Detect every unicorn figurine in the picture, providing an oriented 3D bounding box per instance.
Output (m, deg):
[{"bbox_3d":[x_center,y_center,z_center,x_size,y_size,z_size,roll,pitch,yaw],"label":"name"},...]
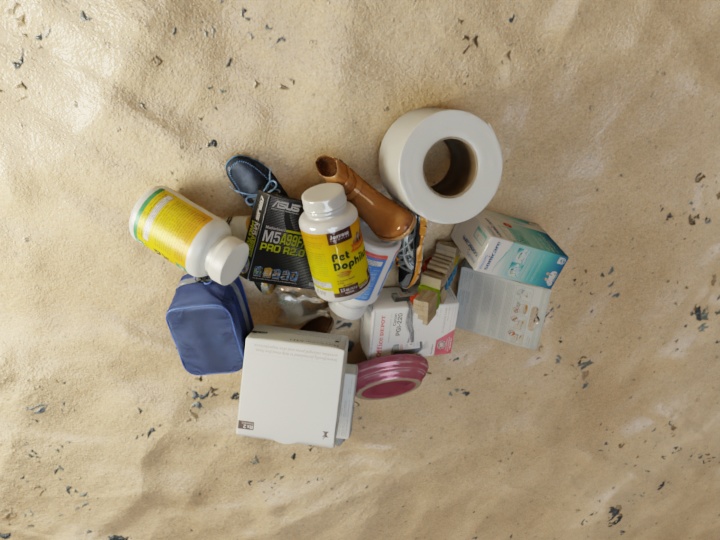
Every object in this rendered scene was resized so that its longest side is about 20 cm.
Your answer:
[{"bbox_3d":[-0.133,0.087,1.535,0.136,0.074,0.202,-12,123,1],"label":"unicorn figurine"}]

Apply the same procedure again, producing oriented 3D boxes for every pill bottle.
[{"bbox_3d":[0.000,0.000,1.484,0.111,0.113,0.201,7,128,-21],"label":"pill bottle"},{"bbox_3d":[-0.300,-0.058,1.301,0.199,0.113,0.114,30,117,14],"label":"pill bottle"},{"bbox_3d":[-0.049,-0.052,1.333,0.108,0.109,0.202,-16,120,-6],"label":"pill bottle"}]

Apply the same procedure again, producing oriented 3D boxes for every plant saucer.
[{"bbox_3d":[0.058,0.245,1.648,0.198,0.051,0.201,-9,154,-4],"label":"plant saucer"}]

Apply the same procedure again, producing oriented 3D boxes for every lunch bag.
[{"bbox_3d":[-0.295,0.091,1.450,0.134,0.133,0.202,-4,125,6],"label":"lunch bag"}]

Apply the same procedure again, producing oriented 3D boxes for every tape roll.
[{"bbox_3d":[0.145,-0.197,1.358,0.200,0.139,0.205,-3,104,-14],"label":"tape roll"}]

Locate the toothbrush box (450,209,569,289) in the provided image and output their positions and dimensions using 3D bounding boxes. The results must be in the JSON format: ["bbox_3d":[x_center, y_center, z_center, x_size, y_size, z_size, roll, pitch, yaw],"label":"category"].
[{"bbox_3d":[0.308,-0.050,1.531,0.198,0.147,0.086,12,117,-22],"label":"toothbrush box"}]

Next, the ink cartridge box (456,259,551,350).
[{"bbox_3d":[0.308,0.074,1.608,0.198,0.047,0.162,15,123,17],"label":"ink cartridge box"}]

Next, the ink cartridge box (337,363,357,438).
[{"bbox_3d":[-0.111,0.271,1.579,0.197,0.047,0.162,8,112,3],"label":"ink cartridge box"}]

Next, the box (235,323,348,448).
[{"bbox_3d":[-0.132,0.226,1.459,0.196,0.131,0.203,7,99,1],"label":"box"}]

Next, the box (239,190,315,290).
[{"bbox_3d":[-0.122,-0.051,1.376,0.199,0.044,0.162,10,101,-42],"label":"box"}]

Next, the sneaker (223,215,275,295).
[{"bbox_3d":[-0.217,-0.034,1.439,0.087,0.076,0.201,5,136,16],"label":"sneaker"}]

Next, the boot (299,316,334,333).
[{"bbox_3d":[-0.095,0.197,1.624,0.200,0.071,0.146,-42,130,13],"label":"boot"}]

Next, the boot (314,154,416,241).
[{"bbox_3d":[0.003,-0.136,1.350,0.074,0.199,0.155,-53,132,-7],"label":"boot"}]

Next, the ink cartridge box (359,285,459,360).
[{"bbox_3d":[0.105,0.114,1.614,0.197,0.085,0.147,-3,123,-12],"label":"ink cartridge box"}]

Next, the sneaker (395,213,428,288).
[{"bbox_3d":[0.092,-0.056,1.512,0.076,0.079,0.202,3,118,-4],"label":"sneaker"}]

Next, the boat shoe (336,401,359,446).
[{"bbox_3d":[-0.043,0.328,1.708,0.086,0.074,0.203,-40,143,-26],"label":"boat shoe"}]

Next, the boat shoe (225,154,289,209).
[{"bbox_3d":[-0.170,-0.138,1.375,0.084,0.069,0.200,-42,124,12],"label":"boat shoe"}]

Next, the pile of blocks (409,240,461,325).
[{"bbox_3d":[0.153,0.019,1.548,0.201,0.062,0.082,-60,153,-25],"label":"pile of blocks"}]
